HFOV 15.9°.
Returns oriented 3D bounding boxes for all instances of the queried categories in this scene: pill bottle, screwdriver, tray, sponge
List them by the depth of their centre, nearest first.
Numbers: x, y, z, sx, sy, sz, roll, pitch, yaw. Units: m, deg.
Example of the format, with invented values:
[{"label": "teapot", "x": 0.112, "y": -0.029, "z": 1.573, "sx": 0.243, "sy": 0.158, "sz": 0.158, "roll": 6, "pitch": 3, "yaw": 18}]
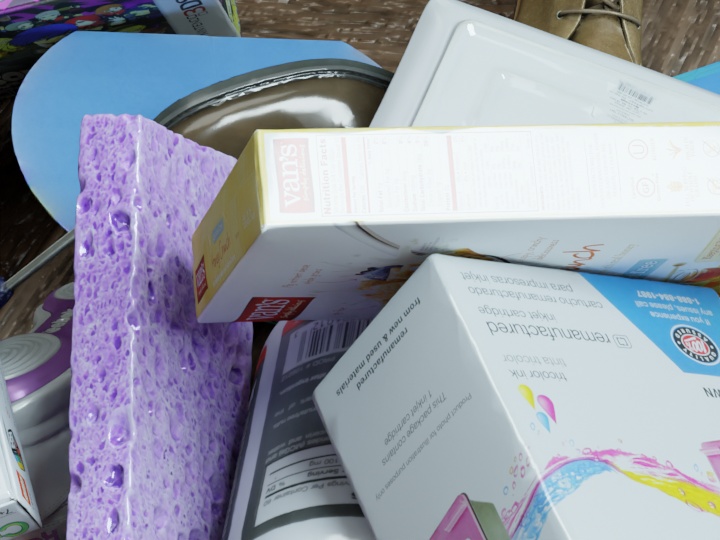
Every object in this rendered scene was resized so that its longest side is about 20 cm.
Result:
[{"label": "pill bottle", "x": 0.005, "y": 0.106, "z": 0.952, "sx": 0.116, "sy": 0.116, "sz": 0.200, "roll": -5, "pitch": 40, "yaw": 13}, {"label": "sponge", "x": -0.074, "y": 0.047, "z": 0.976, "sx": 0.030, "sy": 0.112, "sz": 0.200, "roll": -2, "pitch": 80, "yaw": 20}, {"label": "tray", "x": 0.104, "y": -0.046, "z": 1.054, "sx": 0.200, "sy": 0.022, "sz": 0.108, "roll": 20, "pitch": 60, "yaw": 8}, {"label": "screwdriver", "x": -0.145, "y": -0.004, "z": 1.129, "sx": 0.200, "sy": 0.028, "sz": 0.029, "roll": -40, "pitch": 50, "yaw": 26}]

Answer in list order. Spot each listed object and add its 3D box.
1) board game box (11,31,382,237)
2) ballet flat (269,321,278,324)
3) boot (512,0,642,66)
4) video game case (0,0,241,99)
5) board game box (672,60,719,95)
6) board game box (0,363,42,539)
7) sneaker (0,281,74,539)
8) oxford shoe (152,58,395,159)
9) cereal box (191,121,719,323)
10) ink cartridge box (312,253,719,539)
[{"label": "board game box", "x": -0.063, "y": -0.044, "z": 1.196, "sx": 0.200, "sy": 0.039, "sz": 0.158, "roll": 1, "pitch": 45, "yaw": -14}, {"label": "ballet flat", "x": 0.000, "y": 0.000, "z": 1.067, "sx": 0.200, "sy": 0.074, "sz": 0.074, "roll": 15, "pitch": 43, "yaw": 1}, {"label": "boot", "x": 0.095, "y": -0.101, "z": 1.128, "sx": 0.073, "sy": 0.076, "sz": 0.200, "roll": 10, "pitch": 42, "yaw": -4}, {"label": "video game case", "x": -0.165, "y": -0.121, "z": 1.260, "sx": 0.200, "sy": 0.181, "sz": 0.036, "roll": -14, "pitch": 83, "yaw": 2}, {"label": "board game box", "x": 0.208, "y": -0.045, "z": 1.124, "sx": 0.200, "sy": 0.045, "sz": 0.152, "roll": -20, "pitch": 39, "yaw": -3}, {"label": "board game box", "x": -0.231, "y": 0.072, "z": 0.981, "sx": 0.200, "sy": 0.035, "sz": 0.126, "roll": -20, "pitch": 62, "yaw": 4}, {"label": "sneaker", "x": -0.110, "y": 0.060, "z": 1.087, "sx": 0.075, "sy": 0.100, "sz": 0.200, "roll": -3, "pitch": 16, "yaw": 26}, {"label": "oxford shoe", "x": 0.004, "y": -0.042, "z": 1.130, "sx": 0.200, "sy": 0.073, "sz": 0.085, "roll": 2, "pitch": 47, "yaw": -14}, {"label": "cereal box", "x": 0.048, "y": -0.015, "z": 0.906, "sx": 0.200, "sy": 0.144, "sz": 0.040, "roll": -2, "pitch": 77, "yaw": -12}, {"label": "ink cartridge box", "x": 0.091, "y": 0.100, "z": 0.860, "sx": 0.144, "sy": 0.085, "sz": 0.200, "roll": 6, "pitch": 47, "yaw": -40}]
